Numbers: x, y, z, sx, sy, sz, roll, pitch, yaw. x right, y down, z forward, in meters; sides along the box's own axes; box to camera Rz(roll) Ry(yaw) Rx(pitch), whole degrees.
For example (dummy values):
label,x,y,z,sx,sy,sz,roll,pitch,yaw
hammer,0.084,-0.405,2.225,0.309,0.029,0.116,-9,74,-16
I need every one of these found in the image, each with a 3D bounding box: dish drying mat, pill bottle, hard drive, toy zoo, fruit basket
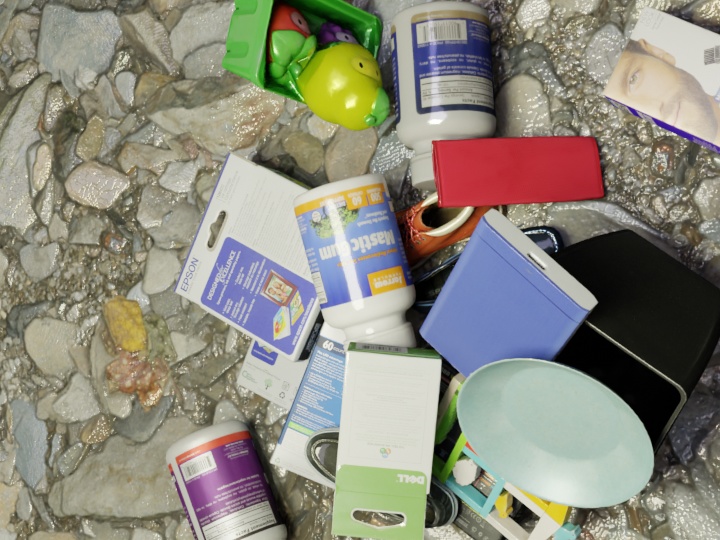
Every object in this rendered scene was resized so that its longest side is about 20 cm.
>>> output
label,x,y,z,sx,sy,sz,roll,pitch,yaw
dish drying mat,0.177,-0.112,1.247,0.198,0.018,0.078,-4,83,-14
pill bottle,0.000,0.000,1.260,0.111,0.112,0.202,-16,89,22
hard drive,0.139,0.047,1.093,0.132,0.025,0.201,43,144,15
toy zoo,0.157,0.219,1.198,0.199,0.020,0.132,38,128,21
pill bottle,-0.162,0.298,1.388,0.112,0.112,0.202,-28,76,20
pill bottle,0.098,-0.201,1.297,0.118,0.119,0.203,-5,85,24
fruit basket,-0.039,-0.250,1.317,0.214,0.215,0.157,13,92,24

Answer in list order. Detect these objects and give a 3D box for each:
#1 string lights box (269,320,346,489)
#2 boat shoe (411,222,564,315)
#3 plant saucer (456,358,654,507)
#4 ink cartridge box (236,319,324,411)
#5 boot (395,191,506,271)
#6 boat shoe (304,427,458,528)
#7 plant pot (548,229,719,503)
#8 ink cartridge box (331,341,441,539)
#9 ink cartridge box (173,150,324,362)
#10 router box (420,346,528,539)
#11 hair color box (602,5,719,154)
label,x,y,z,sx,sy,sz,roll,pitch,yaw
string lights box,-0.026,0.155,1.346,0.102,0.059,0.202,22,96,1
boat shoe,0.144,0.009,1.290,0.199,0.069,0.085,-30,75,20
plant saucer,0.192,0.150,1.084,0.199,0.039,0.202,17,135,18
ink cartridge box,-0.078,0.071,1.405,0.099,0.039,0.202,25,98,24
boot,0.065,-0.050,1.311,0.199,0.107,0.076,-25,78,23
boat shoe,0.017,0.233,1.262,0.198,0.071,0.073,19,93,22
plant pot,0.267,0.078,1.148,0.199,0.177,0.201,37,143,23
ink cartridge box,0.028,0.184,1.196,0.103,0.059,0.203,5,95,2
ink cartridge box,-0.114,-0.019,1.383,0.199,0.047,0.199,28,100,24
router box,0.122,0.204,1.290,0.199,0.062,0.151,35,103,22
hair color box,0.378,-0.195,1.201,0.199,0.065,0.110,29,99,25
